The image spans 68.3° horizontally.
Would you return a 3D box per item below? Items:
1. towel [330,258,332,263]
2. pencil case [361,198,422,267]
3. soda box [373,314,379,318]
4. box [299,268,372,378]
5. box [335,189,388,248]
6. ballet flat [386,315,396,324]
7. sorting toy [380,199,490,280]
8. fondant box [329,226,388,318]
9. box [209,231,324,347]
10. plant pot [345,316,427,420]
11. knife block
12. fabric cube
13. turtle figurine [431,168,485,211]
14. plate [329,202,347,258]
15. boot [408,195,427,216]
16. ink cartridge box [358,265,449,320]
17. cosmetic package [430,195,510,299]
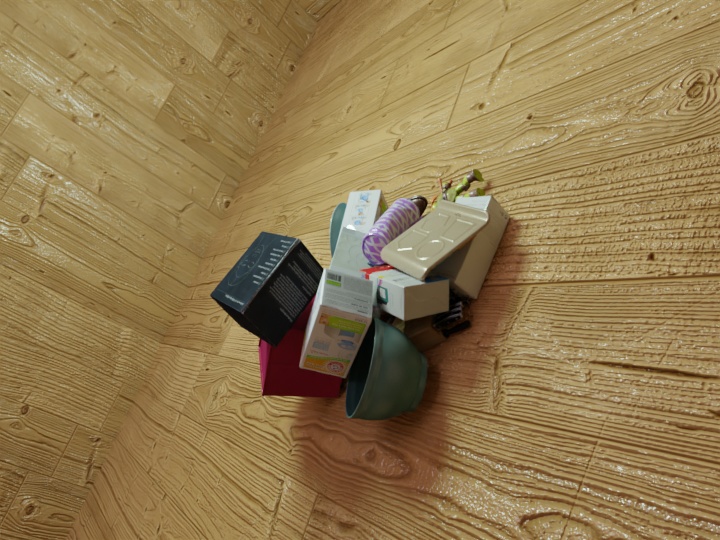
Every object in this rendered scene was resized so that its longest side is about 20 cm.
[{"bbox_3d":[-0.066,-0.051,1.637,0.145,0.023,0.206,-44,28,53],"label":"towel"},{"bbox_3d":[0.076,-0.095,1.261,0.201,0.083,0.086,-53,-21,-44],"label":"pencil case"},{"bbox_3d":[0.010,0.052,1.291,0.065,0.065,0.205,104,172,-45],"label":"soda box"},{"bbox_3d":[-0.052,0.114,1.105,0.103,0.108,0.204,-87,14,-47],"label":"box"},{"bbox_3d":[0.012,-0.107,1.480,0.098,0.113,0.206,-1,57,23],"label":"box"},{"bbox_3d":[0.055,0.176,1.229,0.046,0.066,0.206,25,90,59],"label":"ballet flat"},{"bbox_3d":[0.155,-0.065,1.116,0.198,0.037,0.184,-40,28,-12],"label":"sorting toy"},{"bbox_3d":[0.000,0.000,1.250,0.059,0.139,0.204,107,179,-46],"label":"fondant box"},{"bbox_3d":[-0.205,0.034,1.186,0.198,0.125,0.197,-51,32,-18],"label":"box"},{"bbox_3d":[0.058,0.212,1.082,0.200,0.129,0.208,-164,89,-80],"label":"plant pot"},{"bbox_3d":[0.145,0.126,1.131,0.204,0.063,0.175,-58,28,1],"label":"knife block"},{"bbox_3d":[-0.146,0.178,1.331,0.198,0.192,0.206,-115,35,-57],"label":"fabric cube"},{"bbox_3d":[0.225,-0.182,1.294,0.159,0.064,0.206,-30,40,41],"label":"turtle figurine"},{"bbox_3d":[-0.039,-0.090,1.520,0.025,0.202,0.206,1,57,21],"label":"plate"},{"bbox_3d":[0.109,-0.069,1.369,0.187,0.063,0.205,-48,25,45],"label":"boot"},{"bbox_3d":[0.085,0.039,1.112,0.198,0.112,0.070,20,115,61],"label":"ink cartridge box"},{"bbox_3d":[0.229,-0.051,1.148,0.111,0.080,0.205,6,67,57],"label":"cosmetic package"}]
